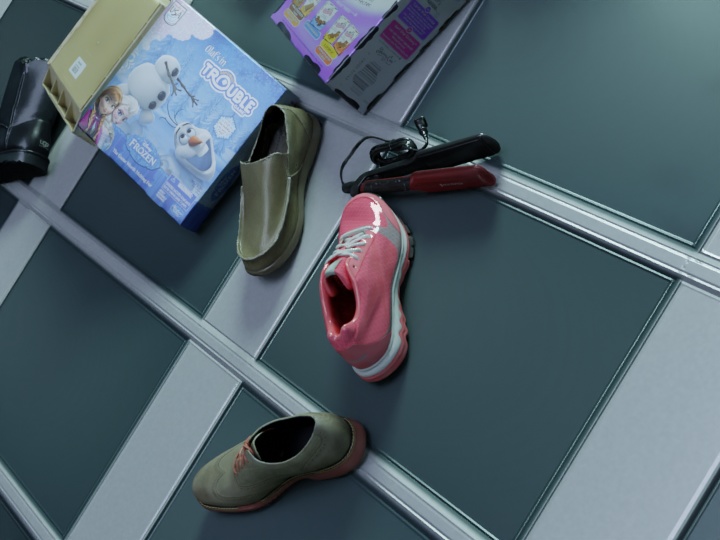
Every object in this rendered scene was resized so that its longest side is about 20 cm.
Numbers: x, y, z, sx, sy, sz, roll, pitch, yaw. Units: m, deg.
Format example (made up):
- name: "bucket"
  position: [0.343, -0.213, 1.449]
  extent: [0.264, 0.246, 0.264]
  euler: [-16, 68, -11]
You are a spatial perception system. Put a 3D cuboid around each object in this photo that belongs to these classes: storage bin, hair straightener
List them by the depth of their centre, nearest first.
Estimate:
- name: "hair straightener"
  position: [0.055, -0.111, 1.166]
  extent: [0.199, 0.041, 0.078]
  euler: [-8, 61, 43]
- name: "storage bin"
  position: [-0.306, -0.270, 1.517]
  extent: [0.199, 0.094, 0.200]
  euler: [-51, 38, 6]

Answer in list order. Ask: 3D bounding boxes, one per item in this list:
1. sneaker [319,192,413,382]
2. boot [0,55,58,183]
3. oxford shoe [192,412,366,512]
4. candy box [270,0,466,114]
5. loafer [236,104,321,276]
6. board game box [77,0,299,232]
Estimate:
- name: "sneaker"
  position: [0.000, 0.000, 1.107]
  extent: [0.073, 0.087, 0.201]
  euler: [-23, 52, 28]
- name: "boot"
  position: [-0.503, -0.217, 1.683]
  extent: [0.199, 0.076, 0.169]
  euler: [-2, 68, 33]
- name: "oxford shoe"
  position: [-0.093, 0.172, 1.097]
  extent: [0.199, 0.075, 0.071]
  euler: [-27, 51, 28]
- name: "candy box"
  position: [0.016, -0.299, 1.279]
  extent: [0.200, 0.071, 0.168]
  euler: [-46, 44, 11]
- name: "loafer"
  position: [-0.100, -0.091, 1.262]
  extent: [0.076, 0.067, 0.201]
  euler: [-9, 60, 38]
- name: "board game box"
  position: [-0.205, -0.185, 1.374]
  extent: [0.200, 0.043, 0.199]
  euler: [41, 95, 21]
